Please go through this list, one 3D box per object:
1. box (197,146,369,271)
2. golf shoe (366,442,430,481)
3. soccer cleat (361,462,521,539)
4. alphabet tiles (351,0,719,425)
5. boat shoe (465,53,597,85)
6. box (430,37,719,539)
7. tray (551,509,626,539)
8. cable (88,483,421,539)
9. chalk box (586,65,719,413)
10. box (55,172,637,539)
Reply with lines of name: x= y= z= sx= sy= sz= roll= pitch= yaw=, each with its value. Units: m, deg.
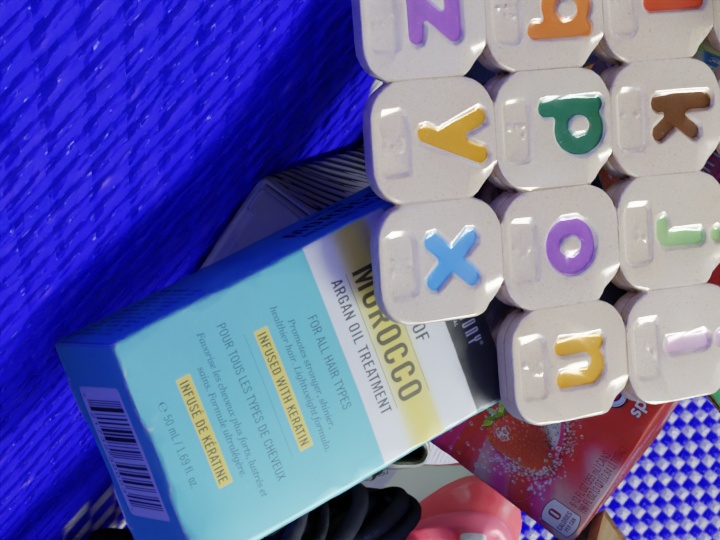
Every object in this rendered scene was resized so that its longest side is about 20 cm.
box: x=0.000 y=0.000 z=0.888 sx=0.082 sy=0.068 sz=0.200 roll=-55 pitch=170 yaw=17
golf shoe: x=-0.012 y=0.065 z=0.986 sx=0.079 sy=0.097 sz=0.200 roll=-59 pitch=172 yaw=8
soccer cleat: x=-0.019 y=0.130 z=1.057 sx=0.077 sy=0.199 sz=0.067 roll=-81 pitch=159 yaw=-55
alphabet tiles: x=0.083 y=-0.051 z=0.753 sx=0.195 sy=0.201 sz=0.015 roll=-8 pitch=-174 yaw=-30
boat shoe: x=0.074 y=-0.104 z=0.863 sx=0.073 sy=0.062 sz=0.200 roll=-47 pitch=170 yaw=-24
box: x=0.108 y=-0.001 z=0.898 sx=0.201 sy=0.099 sz=0.095 roll=-60 pitch=168 yaw=28
tray: x=0.026 y=0.181 z=0.915 sx=0.199 sy=0.037 sz=0.099 roll=-33 pitch=-173 yaw=19
cable: x=-0.054 y=0.117 z=0.927 sx=0.163 sy=0.051 sz=0.200 roll=-21 pitch=174 yaw=37
chalk box: x=0.121 y=-0.008 z=1.027 sx=0.125 sy=0.200 sz=0.124 roll=-41 pitch=166 yaw=-49
box: x=0.002 y=0.020 z=0.745 sx=0.199 sy=0.083 sz=0.049 roll=-28 pitch=-167 yaw=-29
